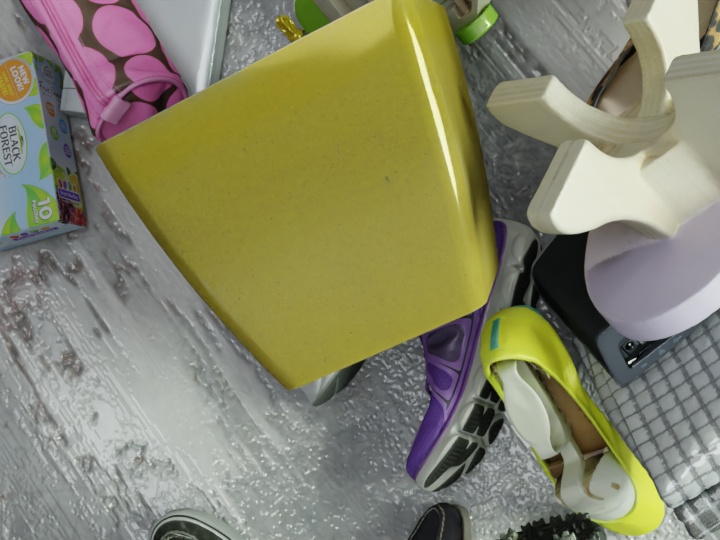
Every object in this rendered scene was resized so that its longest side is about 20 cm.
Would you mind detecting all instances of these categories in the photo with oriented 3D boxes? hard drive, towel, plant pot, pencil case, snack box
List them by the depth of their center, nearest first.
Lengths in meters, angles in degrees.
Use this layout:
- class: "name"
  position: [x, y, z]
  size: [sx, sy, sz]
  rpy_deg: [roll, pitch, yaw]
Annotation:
- class: "plant pot"
  position: [-0.012, -0.044, 0.676]
  size: [0.197, 0.200, 0.179]
  rpy_deg: [-23, 95, 14]
- class: "towel"
  position: [0.232, 0.049, 0.687]
  size: [0.165, 0.201, 0.086]
  rpy_deg: [-38, 122, 15]
- class: "hard drive"
  position: [0.204, -0.033, 0.690]
  size: [0.200, 0.135, 0.042]
  rpy_deg: [-44, 121, 7]
- class: "pencil case"
  position: [-0.213, -0.192, 0.826]
  size: [0.090, 0.094, 0.201]
  rpy_deg: [-35, 80, 9]
- class: "hard drive"
  position: [-0.169, -0.222, 0.879]
  size: [0.130, 0.027, 0.204]
  rpy_deg: [8, 87, 15]
- class: "snack box"
  position: [-0.337, -0.083, 0.896]
  size: [0.197, 0.053, 0.145]
  rpy_deg: [-14, 84, 12]

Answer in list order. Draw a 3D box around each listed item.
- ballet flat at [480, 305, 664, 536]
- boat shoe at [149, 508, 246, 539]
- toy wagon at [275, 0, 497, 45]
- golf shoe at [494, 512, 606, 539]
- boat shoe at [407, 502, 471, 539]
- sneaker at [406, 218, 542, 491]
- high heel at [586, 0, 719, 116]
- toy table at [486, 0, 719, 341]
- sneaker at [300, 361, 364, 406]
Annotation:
- class: "ballet flat"
  position: [0.138, 0.117, 0.720]
  size: [0.066, 0.067, 0.201]
  rpy_deg: [-26, 106, 28]
- class: "boat shoe"
  position: [-0.092, 0.261, 0.803]
  size: [0.071, 0.064, 0.200]
  rpy_deg: [-45, 77, 6]
- class: "toy wagon"
  position: [0.006, -0.215, 0.781]
  size: [0.156, 0.199, 0.040]
  rpy_deg: [49, 56, -15]
- class: "golf shoe"
  position: [0.089, 0.240, 0.702]
  size: [0.199, 0.077, 0.088]
  rpy_deg: [-41, 100, 2]
- class: "boat shoe"
  position: [0.014, 0.249, 0.754]
  size: [0.062, 0.073, 0.202]
  rpy_deg: [31, 79, -16]
- class: "sneaker"
  position: [0.072, 0.060, 0.784]
  size: [0.082, 0.081, 0.203]
  rpy_deg: [14, 80, 27]
- class: "high heel"
  position: [0.190, -0.124, 0.722]
  size: [0.071, 0.142, 0.202]
  rpy_deg: [33, 94, 14]
- class: "toy table"
  position: [0.171, -0.076, 0.625]
  size: [0.182, 0.117, 0.202]
  rpy_deg: [-11, 48, 46]
- class: "sneaker"
  position: [0.000, 0.000, 0.799]
  size: [0.080, 0.070, 0.201]
  rpy_deg: [39, 96, 16]
